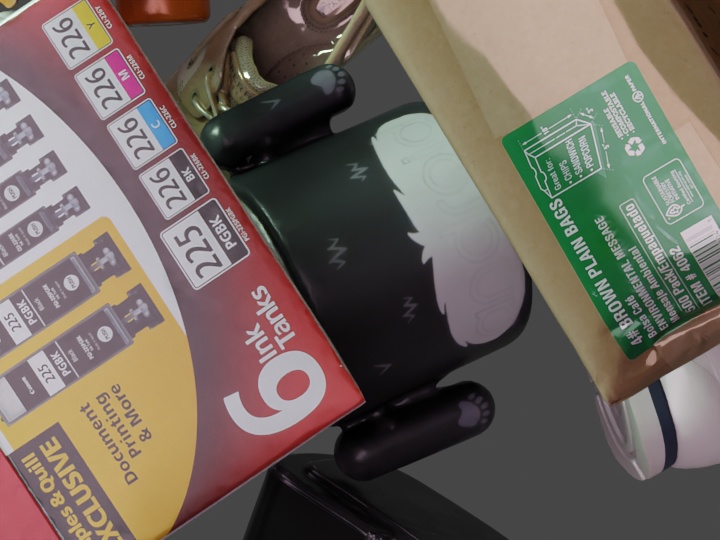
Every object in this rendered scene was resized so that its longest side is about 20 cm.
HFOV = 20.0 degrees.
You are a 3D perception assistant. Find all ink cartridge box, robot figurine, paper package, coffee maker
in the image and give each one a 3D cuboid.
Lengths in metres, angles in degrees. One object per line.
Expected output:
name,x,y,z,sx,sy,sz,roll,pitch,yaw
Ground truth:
ink cartridge box,-0.124,0.014,0.814,0.175,0.084,0.201,-34,94,-2
robot figurine,-0.001,-0.001,0.935,0.199,0.125,0.151,-24,52,-14
paper package,0.100,-0.069,0.819,0.103,0.191,0.201,-31,90,17
coffee maker,-0.031,0.190,0.961,0.191,0.135,0.202,24,96,8

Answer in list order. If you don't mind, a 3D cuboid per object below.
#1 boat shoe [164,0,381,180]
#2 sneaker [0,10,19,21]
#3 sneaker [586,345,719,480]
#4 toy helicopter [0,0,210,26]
boat shoe,-0.053,-0.089,0.980,0.072,0.065,0.200,44,99,4
sneaker,-0.167,-0.027,0.979,0.075,0.081,0.202,5,86,34
sneaker,0.140,-0.006,0.961,0.080,0.076,0.202,-13,93,-8
toy helicopter,-0.130,-0.153,0.920,0.131,0.200,0.080,-3,94,-8
